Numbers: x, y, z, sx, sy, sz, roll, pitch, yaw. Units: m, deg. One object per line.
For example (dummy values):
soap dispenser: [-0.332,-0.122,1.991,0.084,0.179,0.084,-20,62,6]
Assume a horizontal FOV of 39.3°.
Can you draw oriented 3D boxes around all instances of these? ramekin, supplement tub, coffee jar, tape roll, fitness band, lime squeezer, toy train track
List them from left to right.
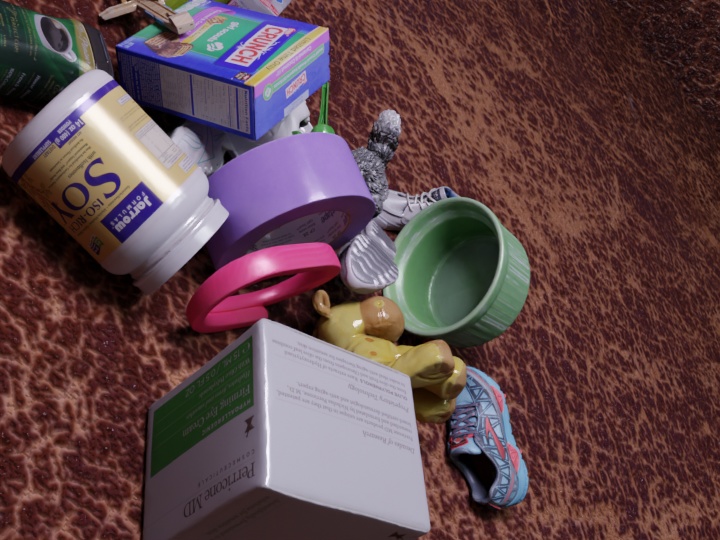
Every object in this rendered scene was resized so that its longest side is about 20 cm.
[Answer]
coffee jar: [-0.361,-0.230,1.072,0.199,0.085,0.105,8,53,-47]
supplement tub: [-0.248,-0.088,1.035,0.200,0.145,0.146,46,34,-12]
toy train track: [-0.256,-0.332,1.241,0.114,0.033,0.200,-25,37,-22]
fitness band: [-0.108,0.017,1.120,0.199,0.143,0.038,-9,67,-54]
tape roll: [-0.089,-0.070,1.169,0.199,0.200,0.085,-3,64,-52]
lime squeezer: [-0.062,-0.185,1.338,0.071,0.038,0.200,61,22,-21]
ramekin: [0.137,0.009,1.393,0.097,0.199,0.201,29,41,-44]

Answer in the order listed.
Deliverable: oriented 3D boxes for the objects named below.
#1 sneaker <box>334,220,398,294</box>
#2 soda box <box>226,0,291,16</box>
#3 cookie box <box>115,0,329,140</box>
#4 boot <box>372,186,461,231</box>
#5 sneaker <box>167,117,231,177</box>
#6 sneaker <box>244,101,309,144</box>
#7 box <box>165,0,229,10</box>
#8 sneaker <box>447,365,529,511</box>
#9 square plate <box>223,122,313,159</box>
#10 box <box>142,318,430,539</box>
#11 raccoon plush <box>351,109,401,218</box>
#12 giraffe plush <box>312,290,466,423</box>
sneaker: [0.000,0.000,1.288,0.075,0.082,0.200,47,14,-3]
soda box: [-0.146,-0.386,1.461,0.063,0.070,0.200,43,23,-13]
cookie box: [-0.162,-0.249,1.215,0.199,0.076,0.171,19,42,22]
boot: [0.086,-0.102,1.510,0.199,0.095,0.074,19,47,-42]
sneaker: [-0.204,-0.133,1.200,0.080,0.070,0.201,47,33,-17]
sneaker: [-0.111,-0.236,1.364,0.099,0.078,0.201,33,48,-40]
box: [-0.185,-0.417,1.352,0.048,0.200,0.122,57,34,6]
sneaker: [0.155,0.217,1.334,0.095,0.079,0.201,-1,62,-49]
square plate: [-0.157,-0.226,1.377,0.201,0.028,0.198,56,33,2]
box: [-0.075,0.187,0.962,0.199,0.199,0.172,24,44,-35]
raccoon plush: [-0.034,-0.150,1.381,0.134,0.096,0.201,28,64,-35]
giraffe plush: [0.012,0.103,1.219,0.199,0.173,0.163,-10,52,-17]
